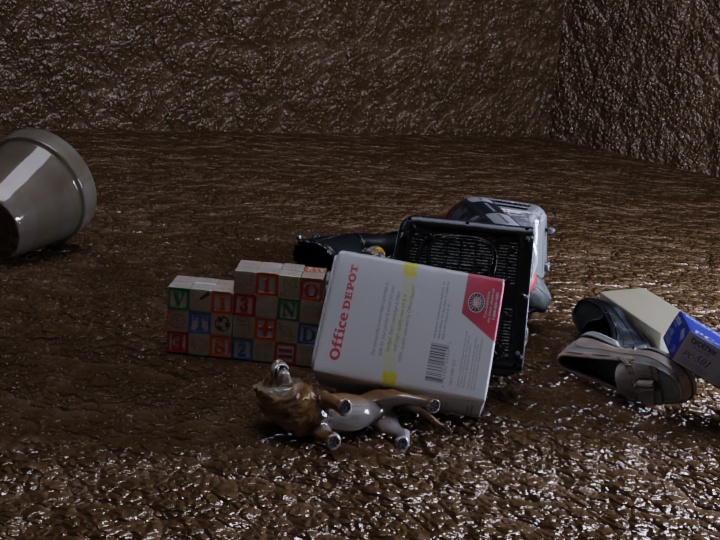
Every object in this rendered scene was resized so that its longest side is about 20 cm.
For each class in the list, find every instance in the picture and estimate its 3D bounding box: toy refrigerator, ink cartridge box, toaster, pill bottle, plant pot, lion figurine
[{"bbox_3d":[0.414,0.088,1.453,0.074,0.071,0.200,-5,15,-10],"label":"toy refrigerator"},{"bbox_3d":[0.055,0.072,1.169,0.196,0.148,0.084,11,-18,6],"label":"ink cartridge box"},{"bbox_3d":[0.246,-0.056,1.824,0.197,0.132,0.114,9,14,17],"label":"toaster"},{"bbox_3d":[0.179,-0.044,1.491,0.104,0.108,0.200,2,19,-12],"label":"pill bottle"},{"bbox_3d":[-0.565,-0.108,1.686,0.196,0.203,0.174,8,32,14],"label":"plant pot"},{"bbox_3d":[-0.011,0.150,1.090,0.197,0.074,0.122,14,-1,-29],"label":"lion figurine"},{"bbox_3d":[0.461,0.127,1.212,0.198,0.045,0.094,30,16,2],"label":"ink cartridge box"},{"bbox_3d":[0.117,0.035,1.281,0.196,0.184,0.119,5,-12,5],"label":"toaster"}]

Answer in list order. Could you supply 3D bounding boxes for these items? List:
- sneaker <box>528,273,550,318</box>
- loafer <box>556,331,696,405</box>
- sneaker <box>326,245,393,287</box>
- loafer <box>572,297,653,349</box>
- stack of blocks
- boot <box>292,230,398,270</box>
[{"bbox_3d":[0.215,0.039,1.566,0.097,0.072,0.199,36,-23,-25],"label":"sneaker"},{"bbox_3d":[0.329,0.131,1.278,0.062,0.073,0.199,-21,20,-24],"label":"loafer"},{"bbox_3d":[0.000,0.000,1.616,0.197,0.084,0.078,-5,17,-32],"label":"sneaker"},{"bbox_3d":[0.340,0.084,1.431,0.069,0.069,0.201,13,16,-15],"label":"loafer"},{"bbox_3d":[-0.145,0.050,1.304,0.196,0.117,0.059,5,14,2],"label":"stack of blocks"},{"bbox_3d":[-0.007,-0.030,1.752,0.196,0.075,0.161,8,10,41],"label":"boot"}]
